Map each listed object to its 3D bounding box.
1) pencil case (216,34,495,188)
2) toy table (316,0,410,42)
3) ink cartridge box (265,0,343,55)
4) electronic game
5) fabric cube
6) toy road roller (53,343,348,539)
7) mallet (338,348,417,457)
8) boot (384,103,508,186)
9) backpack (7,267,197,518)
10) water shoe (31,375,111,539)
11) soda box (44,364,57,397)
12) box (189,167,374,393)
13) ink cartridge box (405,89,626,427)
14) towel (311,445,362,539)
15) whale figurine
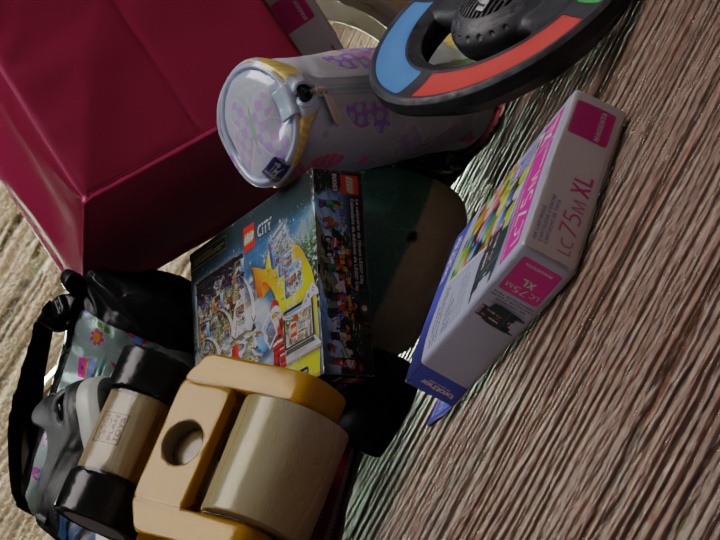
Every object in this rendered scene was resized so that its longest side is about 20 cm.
[{"bbox_3d":[-0.001,-0.111,1.694,0.200,0.083,0.091,-12,-28,-43],"label":"pencil case"},{"bbox_3d":[0.040,-0.213,1.939,0.184,0.117,0.200,-34,6,22],"label":"toy table"},{"bbox_3d":[-0.043,-0.151,1.919,0.042,0.120,0.200,-33,4,-7],"label":"ink cartridge box"},{"bbox_3d":[0.093,-0.165,1.605,0.199,0.042,0.200,-26,27,15],"label":"electronic game"},{"bbox_3d":[-0.169,-0.130,1.834,0.200,0.200,0.196,-30,-18,-18],"label":"fabric cube"},{"bbox_3d":[-0.082,0.135,1.621,0.199,0.146,0.123,8,68,39],"label":"toy road roller"},{"bbox_3d":[-0.026,0.093,1.695,0.200,0.041,0.066,-12,49,61],"label":"mallet"},{"bbox_3d":[0.033,-0.070,1.855,0.204,0.073,0.154,-57,5,-10],"label":"boot"},{"bbox_3d":[-0.167,0.106,1.819,0.167,0.126,0.201,8,-77,-61],"label":"backpack"},{"bbox_3d":[-0.176,0.174,1.719,0.079,0.071,0.201,-17,72,34],"label":"water shoe"},{"bbox_3d":[-0.155,0.136,1.965,0.068,0.200,0.064,-45,9,6],"label":"soda box"},{"bbox_3d":[-0.055,0.028,1.681,0.200,0.038,0.137,-31,58,58],"label":"box"},{"bbox_3d":[0.082,-0.003,1.458,0.200,0.042,0.120,-56,10,53],"label":"ink cartridge box"},{"bbox_3d":[-0.067,0.178,1.718,0.200,0.022,0.145,-36,25,36],"label":"towel"},{"bbox_3d":[0.000,0.000,1.760,0.160,0.103,0.200,-66,6,-19],"label":"whale figurine"}]
